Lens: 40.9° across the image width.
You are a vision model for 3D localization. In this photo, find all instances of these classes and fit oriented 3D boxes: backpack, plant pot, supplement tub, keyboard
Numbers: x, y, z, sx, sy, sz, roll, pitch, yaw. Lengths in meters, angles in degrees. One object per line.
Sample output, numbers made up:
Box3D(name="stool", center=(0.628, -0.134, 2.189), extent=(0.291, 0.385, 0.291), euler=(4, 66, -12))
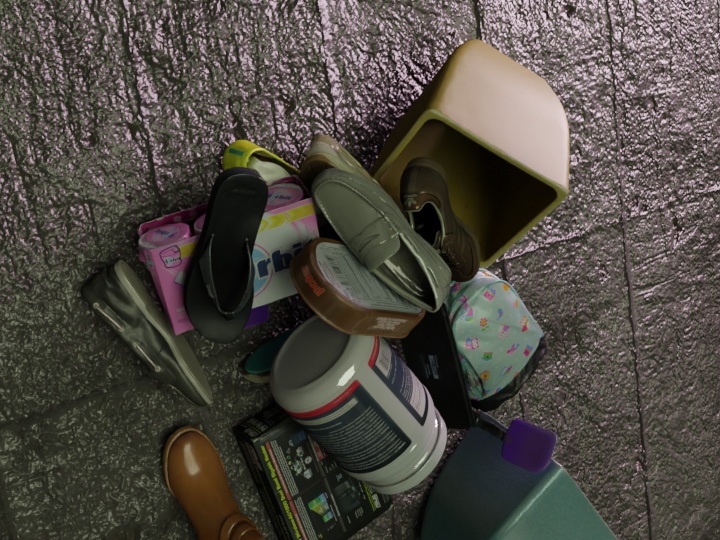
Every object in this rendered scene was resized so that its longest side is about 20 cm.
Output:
Box3D(name="backpack", center=(0.160, 0.076, 1.301), extent=(0.167, 0.126, 0.201), euler=(-49, 123, -17))
Box3D(name="plant pot", center=(0.143, -0.164, 1.199), extent=(0.194, 0.194, 0.202), euler=(29, 54, -11))
Box3D(name="supplement tub", center=(0.000, 0.154, 1.129), extent=(0.141, 0.140, 0.201), euler=(-49, 122, -16))
Box3D(name="plant pot", center=(0.202, 0.361, 1.345), extent=(0.200, 0.196, 0.196), euler=(-45, 118, -9))
Box3D(name="keyboard", center=(0.076, 0.121, 1.262), extent=(0.021, 0.125, 0.203), euler=(-47, 129, -50))

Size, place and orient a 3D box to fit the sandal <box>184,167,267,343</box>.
Box3D(name="sandal", center=(-0.142, -0.008, 1.017), extent=(0.075, 0.043, 0.203), euler=(-2, 120, -24))

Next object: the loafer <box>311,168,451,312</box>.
Box3D(name="loafer", center=(0.024, -0.032, 1.063), extent=(0.199, 0.070, 0.070), euler=(40, 119, -15))

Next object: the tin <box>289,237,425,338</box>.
Box3D(name="tin", center=(0.002, 0.020, 1.077), extent=(0.042, 0.113, 0.199), euler=(-40, 154, 25))

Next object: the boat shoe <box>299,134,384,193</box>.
Box3D(name="boat shoe", center=(0.006, -0.079, 1.152), extent=(0.200, 0.072, 0.065), euler=(45, 37, -27))

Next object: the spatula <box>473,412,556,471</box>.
Box3D(name="spatula", center=(0.166, 0.207, 1.283), extent=(0.020, 0.198, 0.057), euler=(14, 96, -52))

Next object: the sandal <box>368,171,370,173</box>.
Box3D(name="sandal", center=(0.083, -0.059, 1.267), extent=(0.210, 0.069, 0.078), euler=(32, 80, -32))

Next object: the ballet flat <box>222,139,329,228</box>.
Box3D(name="ballet flat", center=(-0.079, -0.090, 1.160), extent=(0.199, 0.067, 0.068), euler=(34, 76, -32))

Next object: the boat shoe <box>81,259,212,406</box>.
Box3D(name="boat shoe", center=(-0.239, 0.080, 1.094), extent=(0.056, 0.067, 0.201), euler=(-30, 111, 3))

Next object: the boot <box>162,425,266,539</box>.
Box3D(name="boot", center=(-0.160, 0.288, 1.116), extent=(0.076, 0.155, 0.203), euler=(-16, 106, -28))

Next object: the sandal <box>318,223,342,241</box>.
Box3D(name="sandal", center=(0.000, 0.001, 1.208), extent=(0.199, 0.042, 0.077), euler=(30, 45, -53))

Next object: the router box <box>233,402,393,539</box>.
Box3D(name="router box", center=(-0.057, 0.253, 1.231), extent=(0.149, 0.062, 0.203), euler=(-29, 112, -27))

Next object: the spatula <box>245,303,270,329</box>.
Box3D(name="spatula", center=(-0.090, 0.018, 1.196), extent=(0.198, 0.020, 0.057), euler=(-29, 124, -28))

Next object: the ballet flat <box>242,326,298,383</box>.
Box3D(name="ballet flat", center=(-0.056, 0.095, 1.208), extent=(0.199, 0.067, 0.063), euler=(-34, 127, -23))

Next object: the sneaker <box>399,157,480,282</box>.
Box3D(name="sneaker", center=(0.088, -0.039, 1.151), extent=(0.201, 0.069, 0.076), euler=(60, 39, -41))

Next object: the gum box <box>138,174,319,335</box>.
Box3D(name="gum box", center=(-0.146, -0.017, 1.090), extent=(0.197, 0.066, 0.115), euler=(-19, 125, -14))
